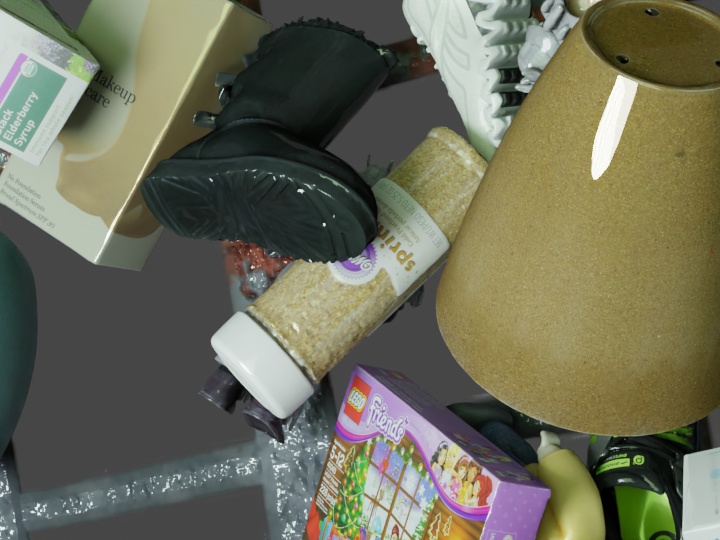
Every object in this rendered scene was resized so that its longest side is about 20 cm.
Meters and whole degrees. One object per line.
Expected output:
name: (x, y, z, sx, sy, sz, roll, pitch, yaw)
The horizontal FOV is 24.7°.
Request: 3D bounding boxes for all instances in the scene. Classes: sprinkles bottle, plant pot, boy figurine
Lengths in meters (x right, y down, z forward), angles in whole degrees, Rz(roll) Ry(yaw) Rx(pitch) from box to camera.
sprinkles bottle: (0.000, 0.000, 1.016, 0.200, 0.068, 0.068, -44, 73, -10)
plant pot: (0.148, -0.045, 0.915, 0.186, 0.186, 0.201, 26, 132, 19)
plant pot: (-0.301, 0.032, 1.132, 0.199, 0.201, 0.135, 20, 57, 20)
boy figurine: (0.100, 0.163, 0.973, 0.125, 0.064, 0.200, -67, 29, 20)

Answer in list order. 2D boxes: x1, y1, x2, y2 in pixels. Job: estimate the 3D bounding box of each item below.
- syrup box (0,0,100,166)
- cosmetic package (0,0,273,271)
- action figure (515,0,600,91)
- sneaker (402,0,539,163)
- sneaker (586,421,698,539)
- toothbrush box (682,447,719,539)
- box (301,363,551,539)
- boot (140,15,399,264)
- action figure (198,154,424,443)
syrup box: (-0.247, -0.148, 1.107, 0.079, 0.081, 0.200, -57, 31, 8)
cosmetic package: (-0.158, -0.112, 1.134, 0.105, 0.071, 0.201, 30, 97, 20)
action figure: (0.175, -0.165, 0.980, 0.199, 0.130, 0.070, -34, 91, -4)
sneaker: (0.073, -0.151, 1.063, 0.081, 0.075, 0.202, -13, 83, 38)
sneaker: (0.170, 0.106, 0.996, 0.070, 0.083, 0.201, -11, 82, 18)
toothbrush box: (0.275, 0.189, 0.910, 0.145, 0.085, 0.201, -17, 110, 18)
box: (0.031, 0.154, 0.995, 0.200, 0.039, 0.138, 33, 108, 61)
boot: (-0.032, -0.087, 1.031, 0.197, 0.074, 0.163, 7, 47, 44)
action figure: (-0.032, 0.010, 1.085, 0.130, 0.069, 0.201, 27, 82, 26)
